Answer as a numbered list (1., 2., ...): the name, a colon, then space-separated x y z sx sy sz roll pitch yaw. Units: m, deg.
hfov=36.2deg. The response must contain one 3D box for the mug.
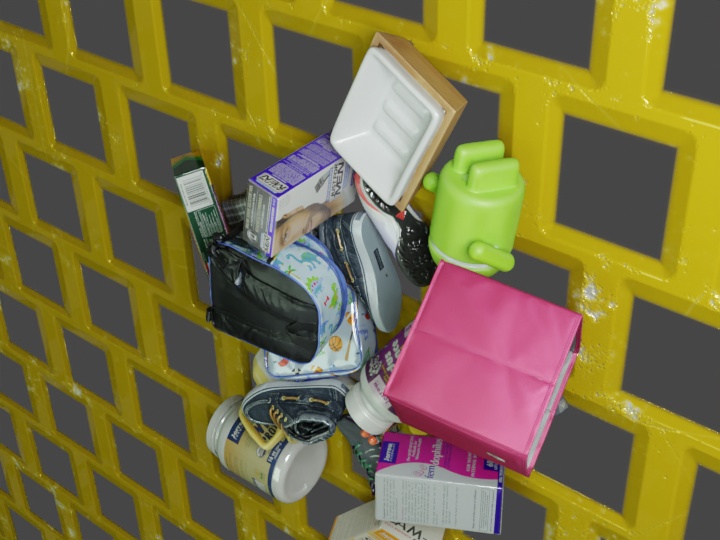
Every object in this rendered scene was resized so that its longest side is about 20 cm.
1. mug: -0.122 0.200 1.895 0.153 0.186 0.150 49 159 20

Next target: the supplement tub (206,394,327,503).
1. supplement tub: -0.176 0.327 2.051 0.199 0.144 0.146 23 131 31

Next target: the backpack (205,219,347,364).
1. backpack: -0.115 0.027 1.658 0.198 0.147 0.185 26 134 21

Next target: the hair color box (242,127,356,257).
1. hair color box: -0.082 -0.116 1.607 0.065 0.199 0.110 33 136 24

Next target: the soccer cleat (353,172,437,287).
1. soccer cleat: 0.053 -0.068 1.625 0.201 0.068 0.073 60 166 -15

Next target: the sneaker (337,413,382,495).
1. sneaker: 0.022 0.327 1.889 0.199 0.088 0.075 34 153 23

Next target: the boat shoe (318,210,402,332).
1. boat shoe: 0.000 0.000 1.701 0.090 0.071 0.202 3 118 36

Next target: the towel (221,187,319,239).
1. towel: -0.133 -0.057 1.790 0.199 0.085 0.167 -7 111 47

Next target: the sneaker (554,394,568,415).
1. sneaker: 0.222 0.198 1.628 0.199 0.074 0.081 -25 101 52

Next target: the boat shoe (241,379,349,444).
1. boat shoe: -0.116 0.228 1.749 0.198 0.091 0.071 -13 122 29

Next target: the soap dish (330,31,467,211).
1. soap dish: 0.051 -0.204 1.500 0.158 0.081 0.201 47 140 17

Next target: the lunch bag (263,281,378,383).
1. lunch bag: -0.071 0.102 1.783 0.198 0.075 0.163 -8 90 29

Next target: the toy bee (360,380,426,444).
1. toy bee: 0.055 0.235 1.789 0.130 0.108 0.202 24 132 29

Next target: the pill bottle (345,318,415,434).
1. pill bottle: 0.070 0.158 1.666 0.113 0.112 0.200 49 115 6

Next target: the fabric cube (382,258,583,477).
1. fabric cube: 0.166 0.135 1.457 0.197 0.202 0.196 21 167 15

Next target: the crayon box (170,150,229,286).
1. crayon box: -0.259 -0.086 1.843 0.173 0.058 0.202 -130 23 -71

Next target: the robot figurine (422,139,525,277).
1. robot figurine: 0.153 -0.072 1.470 0.176 0.114 0.202 -122 30 -42

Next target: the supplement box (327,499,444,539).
1. supplement box: 0.041 0.477 1.962 0.125 0.074 0.200 34 143 -14

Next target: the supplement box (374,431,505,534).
1. supplement box: 0.126 0.332 1.727 0.197 0.102 0.104 4 124 8
